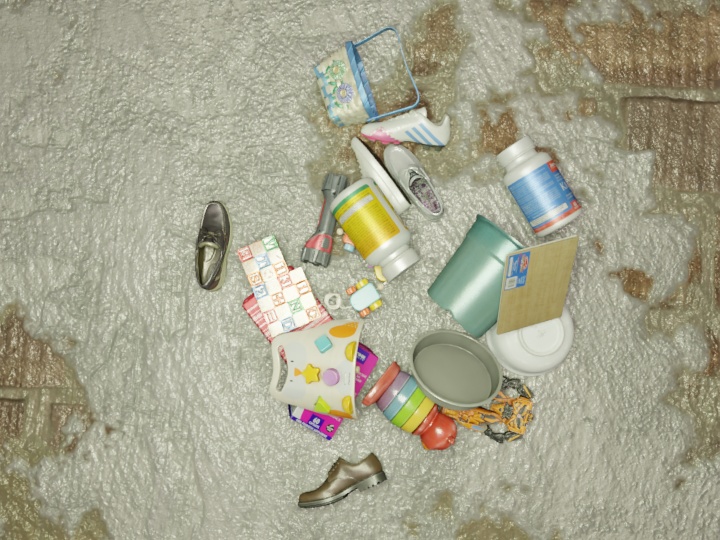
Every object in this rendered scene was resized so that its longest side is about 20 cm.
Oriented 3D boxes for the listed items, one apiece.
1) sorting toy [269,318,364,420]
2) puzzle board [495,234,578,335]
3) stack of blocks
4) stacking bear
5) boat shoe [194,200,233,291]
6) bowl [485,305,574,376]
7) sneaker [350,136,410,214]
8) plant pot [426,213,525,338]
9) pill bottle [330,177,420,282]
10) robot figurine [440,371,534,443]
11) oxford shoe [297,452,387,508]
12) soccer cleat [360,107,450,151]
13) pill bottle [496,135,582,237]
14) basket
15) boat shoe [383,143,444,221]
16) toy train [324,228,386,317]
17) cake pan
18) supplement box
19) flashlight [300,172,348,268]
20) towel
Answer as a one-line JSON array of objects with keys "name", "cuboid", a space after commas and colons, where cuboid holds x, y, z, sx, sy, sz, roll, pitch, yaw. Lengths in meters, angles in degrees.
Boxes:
[{"name": "sorting toy", "cuboid": [-0.090, 0.197, 1.090, 0.178, 0.107, 0.202, 3, 92, 11]}, {"name": "puzzle board", "cuboid": [0.338, 0.030, 1.082, 0.149, 0.017, 0.201, -14, 128, -12]}, {"name": "stack of blocks", "cuboid": [-0.172, 0.029, 1.197, 0.114, 0.059, 0.202, -23, 89, -4]}, {"name": "stacking bear", "cuboid": [0.113, 0.297, 1.168, 0.200, 0.122, 0.114, 39, 82, 8]}, {"name": "boat shoe", "cuboid": [-0.325, -0.055, 1.219, 0.071, 0.065, 0.202, 6, 87, 2]}, {"name": "bowl", "cuboid": [0.377, 0.132, 1.201, 0.199, 0.090, 0.203, 0, 88, -1]}, {"name": "sneaker", "cuboid": [0.022, -0.199, 1.224, 0.084, 0.073, 0.201, -37, 78, 18]}, {"name": "plant pot", "cuboid": [0.255, 0.021, 1.164, 0.200, 0.200, 0.196, 42, 96, 2]}, {"name": "pill bottle", "cuboid": [0.034, -0.081, 1.151, 0.112, 0.113, 0.201, -35, 85, -1]}, {"name": "robot figurine", "cuboid": [0.282, 0.294, 1.208, 0.198, 0.058, 0.146, 16, 89, 1]}, {"name": "oxford shoe", "cuboid": [-0.048, 0.452, 1.204, 0.198, 0.073, 0.085, -23, 72, -4]}, {"name": "soccer cleat", "cuboid": [0.101, -0.319, 1.222, 0.198, 0.070, 0.087, 5, 116, -7]}, {"name": "pill bottle", "cuboid": [0.380, -0.183, 1.202, 0.112, 0.112, 0.201, -31, 89, -1]}, {"name": "basket", "cuboid": [0.012, -0.403, 1.198, 0.198, 0.139, 0.178, -21, 88, 8]}, {"name": "boat shoe", "cuboid": [0.117, -0.197, 1.223, 0.072, 0.069, 0.201, -28, 85, 0]}, {"name": "toy train", "cuboid": [0.000, 0.000, 1.226, 0.149, 0.056, 0.202, 17, 85, 2]}, {"name": "cake pan", "cuboid": [0.196, 0.209, 1.166, 0.198, 0.201, 0.037, 13, 131, 0]}, {"name": "supplement box", "cuboid": [-0.060, 0.237, 1.183, 0.101, 0.103, 0.201, 31, 87, -10]}, {"name": "flashlight", "cuboid": [-0.079, -0.110, 1.226, 0.067, 0.068, 0.202, 12, 83, 9]}, {"name": "towel", "cuboid": [-0.150, 0.107, 1.235, 0.144, 0.022, 0.201, -38, 90, -4]}]
